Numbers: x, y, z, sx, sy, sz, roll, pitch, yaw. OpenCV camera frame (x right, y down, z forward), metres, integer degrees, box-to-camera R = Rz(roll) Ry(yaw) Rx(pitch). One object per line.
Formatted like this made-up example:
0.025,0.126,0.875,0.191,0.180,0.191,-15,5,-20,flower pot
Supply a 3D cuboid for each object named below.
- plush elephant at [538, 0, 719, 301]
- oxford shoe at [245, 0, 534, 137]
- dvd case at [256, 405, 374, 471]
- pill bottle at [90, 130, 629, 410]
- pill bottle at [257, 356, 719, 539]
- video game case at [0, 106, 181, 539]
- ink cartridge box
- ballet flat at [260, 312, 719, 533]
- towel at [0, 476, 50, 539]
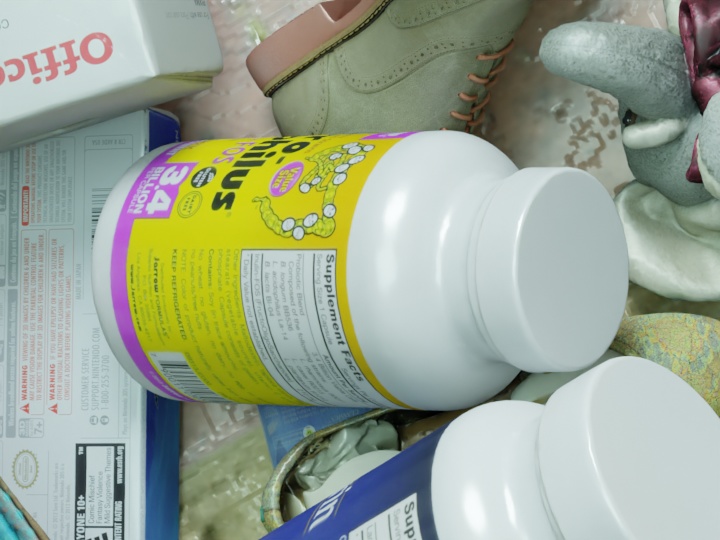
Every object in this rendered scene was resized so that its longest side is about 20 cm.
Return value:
0.144,-0.071,1.055,0.154,0.200,0.166,-6,70,39,plush elephant
0.039,-0.089,1.102,0.200,0.071,0.074,-27,84,48,oxford shoe
0.049,0.126,1.132,0.142,0.018,0.201,-18,80,15,dvd case
0.000,0.000,1.080,0.199,0.104,0.105,0,85,39,pill bottle
0.039,0.116,1.011,0.200,0.115,0.116,-33,76,33,pill bottle
-0.165,0.036,1.191,0.180,0.045,0.202,-1,85,17,video game case
-0.153,-0.150,1.119,0.144,0.083,0.201,-16,91,17,ink cartridge box
0.052,0.068,1.092,0.199,0.071,0.071,-19,80,15,ballet flat
-0.215,0.081,1.102,0.146,0.022,0.201,-30,101,26,towel
